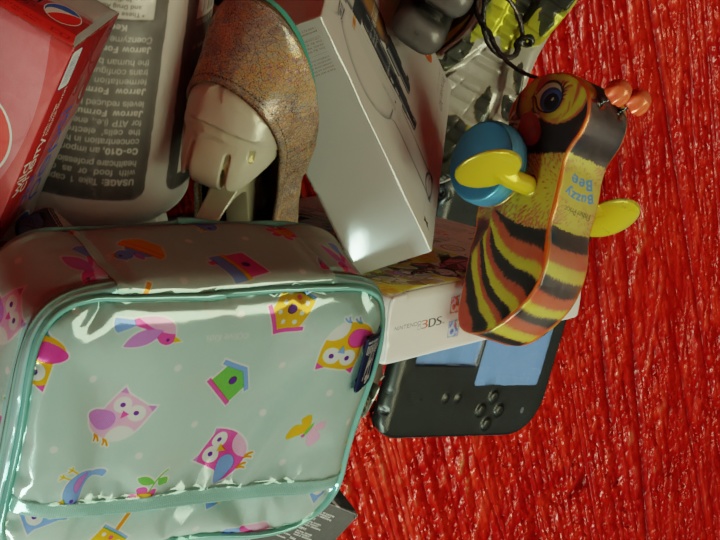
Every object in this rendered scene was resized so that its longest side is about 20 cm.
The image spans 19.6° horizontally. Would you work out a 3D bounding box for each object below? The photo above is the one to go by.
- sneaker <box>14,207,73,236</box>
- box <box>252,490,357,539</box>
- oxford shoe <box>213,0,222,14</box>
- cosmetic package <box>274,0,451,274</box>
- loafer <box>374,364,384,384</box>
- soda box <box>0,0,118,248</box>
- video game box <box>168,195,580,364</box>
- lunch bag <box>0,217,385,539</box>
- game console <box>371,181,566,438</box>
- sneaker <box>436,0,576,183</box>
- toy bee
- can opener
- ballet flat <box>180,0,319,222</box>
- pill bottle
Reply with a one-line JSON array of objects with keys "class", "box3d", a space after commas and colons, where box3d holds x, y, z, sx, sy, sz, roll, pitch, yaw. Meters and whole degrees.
[{"class": "sneaker", "box3d": [-0.094, 0.016, 1.057, 0.085, 0.077, 0.200, -42, 134, 6]}, {"class": "box", "box3d": [-0.109, 0.082, 1.176, 0.050, 0.158, 0.200, -48, 144, 9]}, {"class": "oxford shoe", "box3d": [-0.055, -0.122, 1.210, 0.200, 0.071, 0.074, 13, 95, -53]}, {"class": "cosmetic package", "box3d": [-0.003, -0.114, 1.173, 0.200, 0.052, 0.151, -81, 151, -58]}, {"class": "loafer", "box3d": [-0.025, 0.061, 1.240, 0.072, 0.200, 0.063, -18, 104, -13]}, {"class": "soda box", "box3d": [-0.192, -0.050, 1.014, 0.200, 0.070, 0.063, -62, 178, 26]}, {"class": "video game box", "box3d": [0.000, 0.000, 1.231, 0.182, 0.200, 0.047, -8, 108, -48]}, {"class": "lunch bag", "box3d": [-0.086, 0.060, 0.990, 0.200, 0.077, 0.161, -1, 118, -32]}, {"class": "game console", "box3d": [0.093, 0.025, 1.504, 0.177, 0.031, 0.200, 2, 107, -52]}, {"class": "sneaker", "box3d": [0.084, -0.139, 1.368, 0.200, 0.074, 0.085, -53, -177, 9]}, {"class": "toy bee", "box3d": [0.101, -0.063, 1.127, 0.131, 0.109, 0.201, -12, 91, -46]}, {"class": "can opener", "box3d": [0.037, -0.182, 1.228, 0.053, 0.067, 0.200, -52, -174, 20]}, {"class": "ballet flat", "box3d": [-0.060, -0.054, 1.063, 0.067, 0.068, 0.200, -52, 158, -30]}, {"class": "pill bottle", "box3d": [-0.139, -0.093, 1.080, 0.113, 0.113, 0.200, -17, 125, -46]}]
